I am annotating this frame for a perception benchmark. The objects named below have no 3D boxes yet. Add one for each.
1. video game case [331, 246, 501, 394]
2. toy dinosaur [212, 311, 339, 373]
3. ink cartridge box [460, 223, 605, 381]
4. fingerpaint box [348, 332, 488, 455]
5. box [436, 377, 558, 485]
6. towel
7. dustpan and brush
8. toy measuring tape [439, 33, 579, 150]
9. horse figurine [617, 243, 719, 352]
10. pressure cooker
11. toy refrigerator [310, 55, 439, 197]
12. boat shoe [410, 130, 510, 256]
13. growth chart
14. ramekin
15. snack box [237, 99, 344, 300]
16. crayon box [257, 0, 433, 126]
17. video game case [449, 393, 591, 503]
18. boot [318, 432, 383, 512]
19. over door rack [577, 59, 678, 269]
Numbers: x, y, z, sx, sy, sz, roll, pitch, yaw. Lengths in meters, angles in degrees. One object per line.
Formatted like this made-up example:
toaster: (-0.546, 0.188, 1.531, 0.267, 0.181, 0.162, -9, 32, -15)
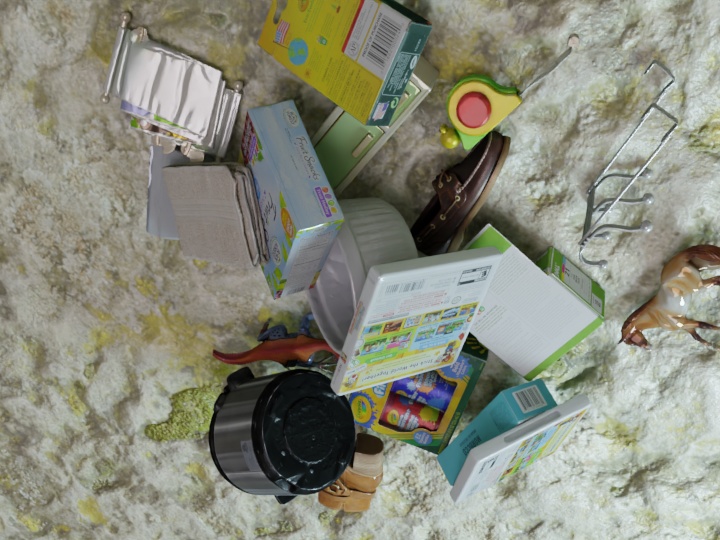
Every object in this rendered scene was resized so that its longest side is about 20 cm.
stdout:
video game case: (0.069, 0.060, 1.041, 0.023, 0.198, 0.184, 46, 132, 36)
toy dinosaur: (-0.090, 0.125, 1.229, 0.106, 0.198, 0.181, 67, 160, -11)
ink cartridge box: (0.204, 0.029, 1.133, 0.199, 0.076, 0.148, 39, 124, -8)
fingerpaint box: (0.080, 0.157, 1.248, 0.165, 0.074, 0.202, 21, 124, 2)
box: (0.190, 0.230, 1.200, 0.050, 0.081, 0.201, 60, 142, 25)
towel: (-0.193, -0.073, 1.102, 0.199, 0.034, 0.135, 6, 112, 50)
dustpan and brush: (-0.198, -0.097, 1.195, 0.197, 0.057, 0.142, 15, 112, 15)
toy measuring tape: (0.162, -0.221, 0.999, 0.073, 0.074, 0.200, 42, 115, -12)
horse figurine: (0.421, 0.035, 1.082, 0.131, 0.050, 0.202, 21, 133, 16)
pressure cooker: (-0.125, 0.236, 1.237, 0.177, 0.178, 0.199, 26, 153, -30)
toy refrigerator: (0.004, -0.188, 1.061, 0.076, 0.070, 0.200, 39, 123, -9)
boat shoe: (0.121, -0.095, 1.082, 0.070, 0.071, 0.201, 24, 125, -4)
growth chart: (-0.252, -0.229, 1.127, 0.198, 0.018, 0.146, 28, 112, -2)
ramekin: (0.000, 0.000, 1.106, 0.104, 0.200, 0.203, -14, 124, -20)
snack box: (-0.096, -0.082, 1.059, 0.200, 0.067, 0.171, 118, 131, -64)
crayon box: (-0.023, -0.272, 0.983, 0.200, 0.050, 0.128, 40, 119, 26)
video game case: (0.218, 0.251, 1.185, 0.180, 0.023, 0.201, -23, 153, -15)
boot: (-0.060, 0.319, 1.400, 0.197, 0.077, 0.157, 11, 127, 1)
over door rack: (0.314, -0.114, 0.967, 0.066, 0.148, 0.202, 21, 125, 5)
